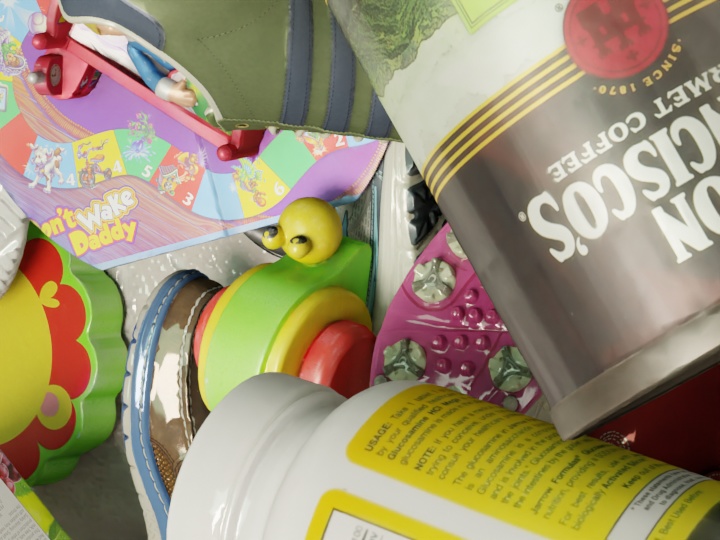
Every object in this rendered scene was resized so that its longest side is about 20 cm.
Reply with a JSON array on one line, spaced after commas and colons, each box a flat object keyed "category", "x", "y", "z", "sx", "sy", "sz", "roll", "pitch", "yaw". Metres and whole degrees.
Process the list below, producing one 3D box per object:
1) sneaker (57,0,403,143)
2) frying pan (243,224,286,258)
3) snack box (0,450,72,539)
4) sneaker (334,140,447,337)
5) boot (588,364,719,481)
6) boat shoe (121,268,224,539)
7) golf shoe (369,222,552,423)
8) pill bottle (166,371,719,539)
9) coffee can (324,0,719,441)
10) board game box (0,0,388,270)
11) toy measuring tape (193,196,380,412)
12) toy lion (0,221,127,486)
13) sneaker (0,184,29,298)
[{"category": "sneaker", "x": -0.018, "y": -0.082, "z": 0.716, "sx": 0.090, "sy": 0.200, "sz": 0.067, "roll": -39, "pitch": 39, "yaw": 30}, {"category": "frying pan", "x": 0.000, "y": -0.068, "z": 0.849, "sx": 0.190, "sy": 0.031, "sz": 0.115, "roll": -20, "pitch": 87, "yaw": 36}, {"category": "snack box", "x": -0.169, "y": 0.186, "z": 0.910, "sx": 0.200, "sy": 0.068, "sz": 0.168, "roll": 51, "pitch": 138, "yaw": -8}, {"category": "sneaker", "x": 0.000, "y": 0.000, "z": 0.814, "sx": 0.086, "sy": 0.078, "sz": 0.201, "roll": 4, "pitch": 99, "yaw": 24}, {"category": "boot", "x": 0.113, "y": 0.101, "z": 0.713, "sx": 0.072, "sy": 0.144, "sz": 0.201, "roll": 9, "pitch": 110, "yaw": -7}, {"category": "boat shoe", "x": -0.053, "y": 0.098, "z": 0.884, "sx": 0.072, "sy": 0.072, "sz": 0.201, "roll": 5, "pitch": 108, "yaw": 29}, {"category": "golf shoe", "x": 0.044, "y": 0.064, "z": 0.765, "sx": 0.075, "sy": 0.091, "sz": 0.201, "roll": 16, "pitch": 84, "yaw": 23}, {"category": "pill bottle", "x": 0.041, "y": 0.101, "z": 0.643, "sx": 0.199, "sy": 0.112, "sz": 0.113, "roll": 18, "pitch": 105, "yaw": 30}, {"category": "coffee can", "x": 0.077, "y": -0.070, "z": 0.610, "sx": 0.146, "sy": 0.146, "sz": 0.201, "roll": -35, "pitch": 80, "yaw": 32}, {"category": "board game box", "x": -0.081, "y": -0.086, "z": 0.772, "sx": 0.199, "sy": 0.039, "sz": 0.159, "roll": -14, "pitch": 94, "yaw": 23}, {"category": "toy measuring tape", "x": -0.033, "y": 0.069, "z": 0.780, "sx": 0.073, "sy": 0.073, "sz": 0.201, "roll": 19, "pitch": 114, "yaw": 32}, {"category": "toy lion", "x": -0.208, "y": 0.026, "z": 0.988, "sx": 0.192, "sy": 0.069, "sz": 0.200, "roll": -40, "pitch": 73, "yaw": 24}, {"category": "sneaker", "x": -0.194, "y": -0.088, "z": 0.940, "sx": 0.079, "sy": 0.130, "sz": 0.200, "roll": -12, "pitch": 109, "yaw": 2}]
